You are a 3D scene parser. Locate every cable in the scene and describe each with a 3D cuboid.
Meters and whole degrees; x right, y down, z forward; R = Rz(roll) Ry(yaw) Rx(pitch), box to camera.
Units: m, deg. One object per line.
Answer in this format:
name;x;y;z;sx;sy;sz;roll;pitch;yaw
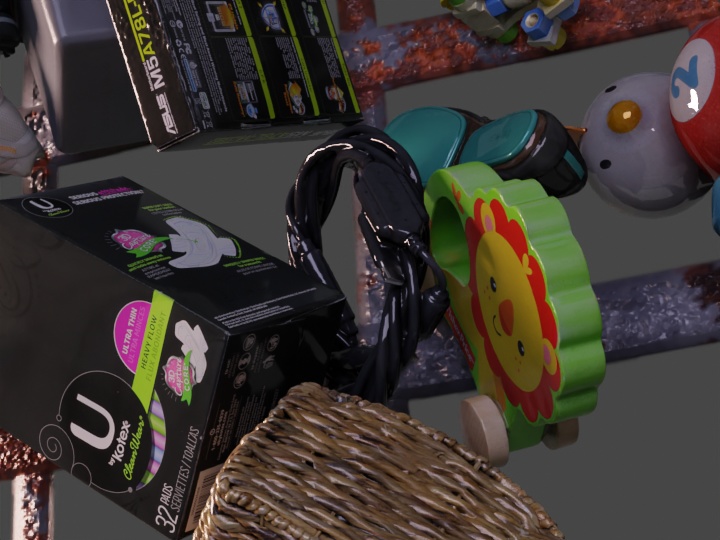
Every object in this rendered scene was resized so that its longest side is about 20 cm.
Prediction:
cable;0.000;0.000;1.191;0.051;0.164;0.200;-2;35;-24

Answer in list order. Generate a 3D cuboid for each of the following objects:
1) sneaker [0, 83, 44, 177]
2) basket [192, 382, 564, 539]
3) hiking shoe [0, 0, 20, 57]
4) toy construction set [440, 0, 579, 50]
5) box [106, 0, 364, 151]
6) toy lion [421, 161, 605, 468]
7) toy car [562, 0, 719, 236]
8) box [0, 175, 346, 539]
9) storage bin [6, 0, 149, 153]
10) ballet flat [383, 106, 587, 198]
sneaker;-0.320;-0.062;1.361;0.200;0.092;0.076;-28;25;25
basket;0.004;0.181;1.092;0.199;0.149;0.143;29;38;9
hiking shoe;-0.307;-0.185;1.372;0.074;0.200;0.087;-14;89;-34
toy construction set;0.115;-0.245;1.318;0.131;0.092;0.201;-11;47;40
box;-0.094;-0.184;1.250;0.047;0.193;0.201;-21;85;32
toy lion;0.087;0.013;1.114;0.068;0.192;0.200;-13;55;-16
toy car;0.201;-0.089;1.169;0.199;0.177;0.185;-6;70;28
box;-0.136;0.049;1.172;0.200;0.124;0.149;28;114;28
storage bin;-0.181;-0.182;1.320;0.145;0.200;0.135;-11;67;-14
ballet flat;0.081;-0.068;1.229;0.068;0.068;0.200;-60;26;-9
